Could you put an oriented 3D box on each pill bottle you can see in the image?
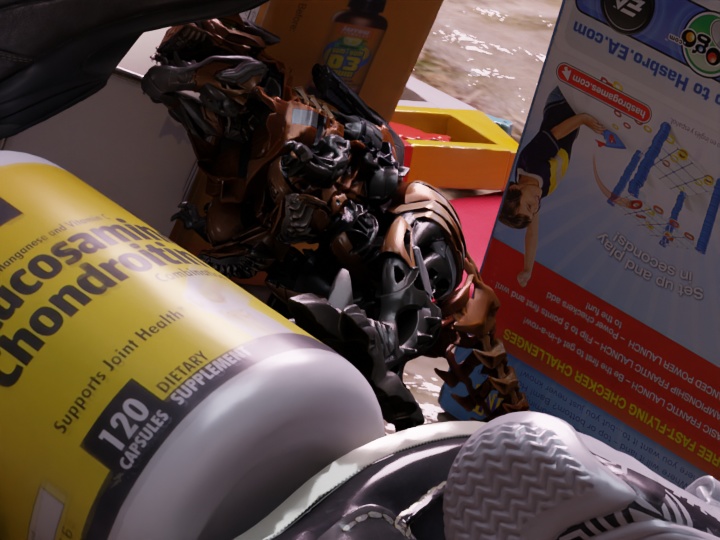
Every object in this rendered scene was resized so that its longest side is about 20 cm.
[{"bbox_3d":[-0.096,0.032,0.772,0.199,0.113,0.112,32,28,32],"label":"pill bottle"}]

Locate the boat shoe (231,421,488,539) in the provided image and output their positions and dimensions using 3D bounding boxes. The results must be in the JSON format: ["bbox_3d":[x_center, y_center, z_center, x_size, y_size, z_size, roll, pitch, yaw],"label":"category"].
[{"bbox_3d":[-0.010,0.103,0.701,0.067,0.072,0.199,30,36,31],"label":"boat shoe"}]

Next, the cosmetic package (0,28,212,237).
[{"bbox_3d":[-0.114,-0.070,0.986,0.071,0.106,0.200,19,20,-18],"label":"cosmetic package"}]

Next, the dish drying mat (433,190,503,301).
[{"bbox_3d":[0.065,-0.011,1.088,0.077,0.018,0.199,31,29,34],"label":"dish drying mat"}]

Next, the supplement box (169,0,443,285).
[{"bbox_3d":[-0.021,-0.084,0.955,0.066,0.201,0.069,7,45,-20],"label":"supplement box"}]

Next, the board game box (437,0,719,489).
[{"bbox_3d":[0.142,0.004,0.882,0.199,0.197,0.056,32,28,30],"label":"board game box"}]

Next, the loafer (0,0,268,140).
[{"bbox_3d":[-0.070,-0.120,0.835,0.072,0.199,0.073,55,2,-46],"label":"loafer"}]

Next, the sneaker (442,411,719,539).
[{"bbox_3d":[0.105,0.095,0.740,0.200,0.075,0.115,41,27,-14],"label":"sneaker"}]

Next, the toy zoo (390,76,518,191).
[{"bbox_3d":[-0.015,-0.068,1.137,0.199,0.021,0.131,2,20,-30],"label":"toy zoo"}]

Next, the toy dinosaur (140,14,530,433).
[{"bbox_3d":[0.000,0.000,0.872,0.199,0.102,0.136,31,46,-3],"label":"toy dinosaur"}]
